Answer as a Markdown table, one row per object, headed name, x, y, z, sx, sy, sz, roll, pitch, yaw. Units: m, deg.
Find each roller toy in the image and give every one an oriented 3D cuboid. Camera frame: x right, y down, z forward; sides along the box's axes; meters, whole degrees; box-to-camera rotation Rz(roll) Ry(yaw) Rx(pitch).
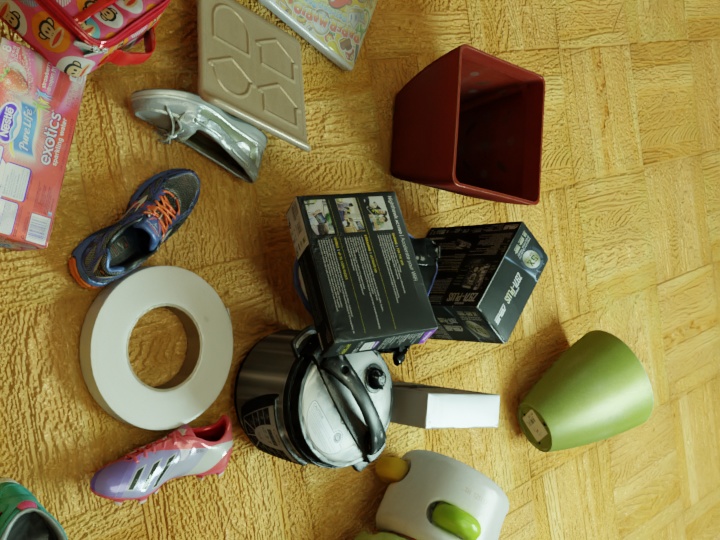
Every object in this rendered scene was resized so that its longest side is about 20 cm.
| name | x | y | z | sx | sy | sz | roll | pitch | yaw |
| --- | --- | --- | --- | --- | --- | --- | --- | --- | --- |
| roller toy | 0.123 | 0.359 | 1.338 | 0.183 | 0.197 | 0.141 | 51 | 57 | -42 |

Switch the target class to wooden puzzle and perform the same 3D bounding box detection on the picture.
| name | x | y | z | sx | sy | sz | roll | pitch | yaw |
| --- | --- | --- | --- | --- | --- | --- | --- | --- | --- |
| wooden puzzle | -0.148 | -0.261 | 1.168 | 0.184 | 0.046 | 0.204 | 21 | 51 | -46 |

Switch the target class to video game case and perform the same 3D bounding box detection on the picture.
| name | x | y | z | sx | sy | sz | roll | pitch | yaw |
| --- | --- | --- | --- | --- | --- | --- | --- | --- | --- |
| video game case | -0.049 | -0.419 | 1.278 | 0.199 | 0.023 | 0.185 | 29 | 77 | -45 |

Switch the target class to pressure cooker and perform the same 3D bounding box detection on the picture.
| name | x | y | z | sx | sy | sz | roll | pitch | yaw |
| --- | --- | --- | --- | --- | --- | --- | --- | --- | --- |
| pressure cooker | -0.053 | 0.165 | 1.175 | 0.174 | 0.198 | 0.183 | 18 | 78 | -39 |

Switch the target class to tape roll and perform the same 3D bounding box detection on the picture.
| name | x | y | z | sx | sy | sz | roll | pitch | yaw |
| --- | --- | --- | --- | --- | --- | --- | --- | --- | --- |
| tape roll | -0.250 | 0.095 | 1.112 | 0.200 | 0.037 | 0.208 | 2 | 87 | -41 |

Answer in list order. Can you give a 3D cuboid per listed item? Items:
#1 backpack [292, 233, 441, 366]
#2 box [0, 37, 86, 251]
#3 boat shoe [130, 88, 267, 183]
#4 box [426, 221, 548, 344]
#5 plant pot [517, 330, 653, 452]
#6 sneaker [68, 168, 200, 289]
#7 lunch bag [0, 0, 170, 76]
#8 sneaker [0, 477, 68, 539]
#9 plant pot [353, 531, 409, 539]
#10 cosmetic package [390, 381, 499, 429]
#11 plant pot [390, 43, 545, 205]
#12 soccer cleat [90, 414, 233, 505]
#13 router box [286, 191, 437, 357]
| name | x | y | z | sx | sy | sz | roll | pitch | yaw |
| --- | --- | --- | --- | --- | --- | --- | --- | --- | --- |
| backpack | -0.001 | 0.005 | 1.256 | 0.190 | 0.152 | 0.203 | 44 | 53 | -31 |
| box | -0.380 | -0.131 | 0.965 | 0.101 | 0.094 | 0.205 | 17 | 78 | -39 |
| boat shoe | -0.204 | -0.174 | 1.136 | 0.200 | 0.073 | 0.066 | 23 | 70 | -45 |
| box | 0.163 | 0.018 | 1.365 | 0.086 | 0.198 | 0.165 | 47 | 61 | -29 |
| plant pot | 0.382 | 0.234 | 1.586 | 0.197 | 0.186 | 0.191 | -25 | 105 | -22 |
| sneaker | -0.258 | -0.050 | 1.080 | 0.201 | 0.078 | 0.076 | -52 | 121 | -28 |
| lunch bag | -0.303 | -0.302 | 0.992 | 0.176 | 0.082 | 0.201 | 44 | 35 | -13 |
| sneaker | -0.362 | 0.333 | 0.955 | 0.082 | 0.120 | 0.205 | -5 | 93 | -40 |
| plant pot | 0.028 | 0.483 | 1.263 | 0.200 | 0.198 | 0.187 | 42 | 53 | -32 |
| cosmetic package | 0.080 | 0.192 | 1.289 | 0.149 | 0.198 | 0.053 | 10 | 83 | -40 |
| plant pot | 0.154 | -0.208 | 1.378 | 0.197 | 0.174 | 0.205 | 8 | 83 | -40 |
| soccer cleat | -0.240 | 0.228 | 1.093 | 0.198 | 0.066 | 0.078 | -4 | 112 | -46 |
| router box | 0.000 | 0.000 | 1.132 | 0.146 | 0.051 | 0.204 | -5 | 66 | -26 |
